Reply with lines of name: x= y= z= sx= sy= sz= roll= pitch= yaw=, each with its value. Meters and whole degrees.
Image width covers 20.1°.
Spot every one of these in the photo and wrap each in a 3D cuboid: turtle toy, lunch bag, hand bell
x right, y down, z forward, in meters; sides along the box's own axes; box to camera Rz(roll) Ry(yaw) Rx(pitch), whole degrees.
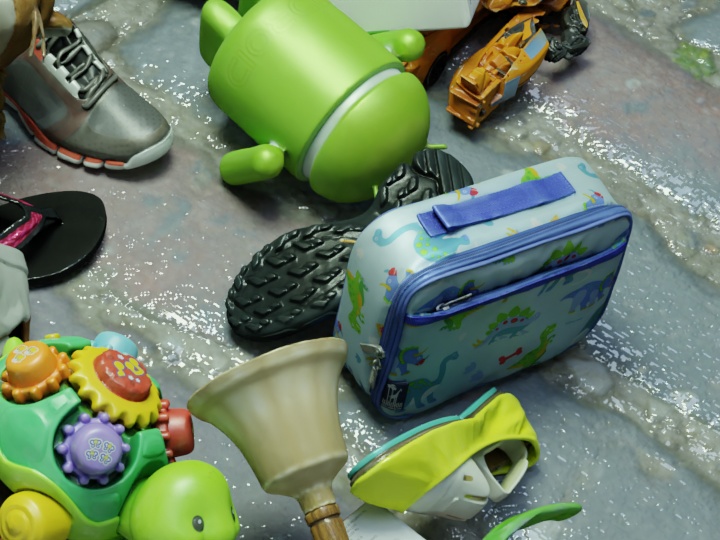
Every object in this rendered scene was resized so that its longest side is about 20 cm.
turtle toy: x=-0.152 y=0.110 z=1.217 sx=0.200 sy=0.101 sz=0.146 roll=49 pitch=27 yaw=19
lunch bag: x=0.083 y=0.009 z=1.384 sx=0.200 sy=0.161 sz=0.083 roll=-18 pitch=54 yaw=-27
hand bell: x=-0.020 y=0.151 z=1.196 sx=0.104 sy=0.104 sz=0.200 roll=-15 pitch=73 yaw=-24

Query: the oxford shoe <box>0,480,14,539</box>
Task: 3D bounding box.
oxford shoe: x=-0.224 y=0.147 z=1.253 sx=0.200 sy=0.071 sz=0.073 roll=32 pitch=45 yaw=17

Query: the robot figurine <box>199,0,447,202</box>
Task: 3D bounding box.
robot figurine: x=-0.032 y=-0.133 z=1.510 sx=0.200 sy=0.116 sz=0.175 roll=42 pitch=64 yaw=14

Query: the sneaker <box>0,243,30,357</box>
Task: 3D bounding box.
sneaker: x=-0.258 y=0.020 z=1.289 sx=0.073 sy=0.200 sz=0.085 roll=-16 pitch=79 yaw=15

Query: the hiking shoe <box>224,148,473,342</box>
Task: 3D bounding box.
hiking shoe: x=0.000 y=0.000 z=1.435 sx=0.200 sy=0.087 sz=0.074 roll=-30 pitch=58 yaw=-6

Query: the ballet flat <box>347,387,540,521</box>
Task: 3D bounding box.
ballet flat: x=0.064 y=0.125 z=1.307 sx=0.067 sy=0.067 sz=0.200 roll=53 pitch=27 yaw=10

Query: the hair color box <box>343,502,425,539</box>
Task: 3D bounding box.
hair color box: x=0.042 y=0.243 z=1.230 sx=0.200 sy=0.064 sz=0.111 roll=36 pitch=50 yaw=21

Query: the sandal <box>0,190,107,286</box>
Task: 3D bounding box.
sandal: x=-0.270 y=-0.023 z=1.412 sx=0.200 sy=0.045 sz=0.075 roll=-11 pitch=51 yaw=-21

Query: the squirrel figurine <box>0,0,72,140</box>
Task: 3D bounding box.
squirrel figurine: x=-0.295 y=-0.142 z=1.410 sx=0.141 sy=0.200 sz=0.187 roll=40 pitch=75 yaw=-9

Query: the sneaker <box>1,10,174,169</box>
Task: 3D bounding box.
sneaker: x=-0.225 y=-0.147 z=1.509 sx=0.200 sy=0.082 sz=0.077 roll=30 pitch=49 yaw=15

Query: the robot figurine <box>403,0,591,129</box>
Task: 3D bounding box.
robot figurine: x=0.104 y=-0.199 z=1.645 sx=0.145 sy=0.058 sz=0.200 roll=29 pitch=49 yaw=16

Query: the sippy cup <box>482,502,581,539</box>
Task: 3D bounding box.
sippy cup: x=0.133 y=0.229 z=1.142 sx=0.130 sy=0.178 sz=0.140 roll=-10 pitch=22 yaw=-37

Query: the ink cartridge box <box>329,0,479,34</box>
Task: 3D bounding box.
ink cartridge box: x=0.032 y=-0.272 z=1.628 sx=0.145 sy=0.084 sz=0.200 roll=-2 pitch=34 yaw=17
